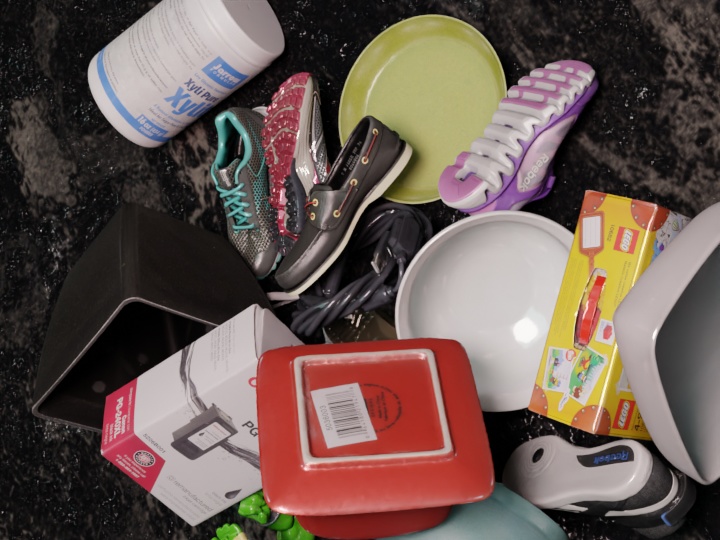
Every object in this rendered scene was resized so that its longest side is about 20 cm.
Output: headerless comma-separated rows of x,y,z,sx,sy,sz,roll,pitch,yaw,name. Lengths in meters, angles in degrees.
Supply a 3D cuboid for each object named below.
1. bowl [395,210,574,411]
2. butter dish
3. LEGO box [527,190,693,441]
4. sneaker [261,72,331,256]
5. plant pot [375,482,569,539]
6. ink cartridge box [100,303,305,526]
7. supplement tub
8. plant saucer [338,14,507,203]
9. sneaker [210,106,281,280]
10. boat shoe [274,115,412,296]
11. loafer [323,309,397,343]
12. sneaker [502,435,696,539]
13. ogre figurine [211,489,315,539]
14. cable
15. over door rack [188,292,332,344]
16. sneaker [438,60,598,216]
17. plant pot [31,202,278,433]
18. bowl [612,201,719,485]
0.130,0.027,1.233,0.199,0.090,0.203,-1,109,-3,bowl
0.007,0.171,1.147,0.198,0.149,0.201,-3,41,-6,butter dish
0.245,0.044,1.146,0.077,0.148,0.201,17,93,43,LEGO box
-0.060,-0.115,1.390,0.080,0.074,0.202,-4,86,56,sneaker
0.113,0.276,1.194,0.199,0.201,0.135,26,71,30,plant pot
-0.134,0.146,1.266,0.199,0.145,0.084,-31,34,19,ink cartridge box
-0.200,-0.244,1.457,0.199,0.132,0.133,-32,69,24,supplement tub
0.069,-0.168,1.350,0.199,0.031,0.202,-4,82,31,plant saucer
-0.134,-0.089,1.423,0.077,0.091,0.202,-8,80,30,sneaker
-0.029,-0.066,1.311,0.202,0.063,0.074,-55,24,-2,boat shoe
0.045,0.096,1.310,0.076,0.067,0.200,-51,61,18,loafer
0.226,0.211,1.191,0.200,0.112,0.073,-11,48,60,sneaker
-0.090,0.328,1.331,0.098,0.120,0.201,-24,71,30,ogre figurine
0.000,0.000,1.297,0.163,0.200,0.051,-37,107,22,cable
-0.102,0.106,1.396,0.199,0.066,0.149,-24,72,26,over door rack
0.167,-0.119,1.265,0.200,0.088,0.080,-48,33,-7,sneaker
-0.219,0.050,1.350,0.200,0.199,0.178,-46,42,30,plant pot
0.292,0.052,1.083,0.200,0.200,0.074,-44,37,-23,bowl
